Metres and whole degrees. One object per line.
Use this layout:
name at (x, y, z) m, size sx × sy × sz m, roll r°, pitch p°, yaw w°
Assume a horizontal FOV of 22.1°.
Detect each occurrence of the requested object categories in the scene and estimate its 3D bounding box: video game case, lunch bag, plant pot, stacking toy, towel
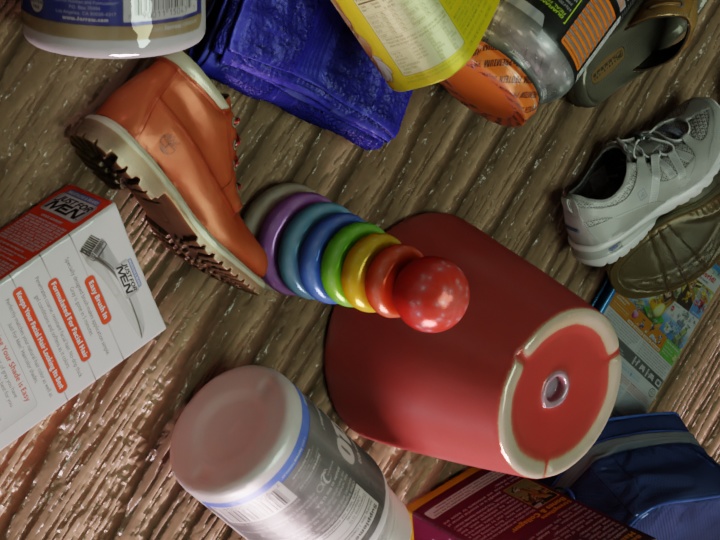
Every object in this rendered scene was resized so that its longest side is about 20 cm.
video game case at (0.263, 0.053, 1.744) m, size 0.143 × 0.018 × 0.200 m, roll 40°, pitch 78°, yaw -44°
lunch bag at (0.240, 0.213, 1.704) m, size 0.200 × 0.132 × 0.136 m, roll 0°, pitch 129°, yaw -42°
plant pot at (0.099, 0.071, 1.483) m, size 0.200 × 0.177 × 0.201 m, roll -17°, pitch 117°, yaw -37°
stacking toy at (0.000, 0.000, 1.343) m, size 0.085 × 0.200 × 0.086 m, roll -18°, pitch 119°, yaw -37°
towel at (-0.023, -0.181, 1.357) m, size 0.200 × 0.050 × 0.148 m, roll 22°, pitch 91°, yaw -46°

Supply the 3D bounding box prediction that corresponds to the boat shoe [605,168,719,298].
boat shoe at (0.304, -0.047, 1.682) m, size 0.200 × 0.066 × 0.074 m, roll -32°, pitch 120°, yaw -5°

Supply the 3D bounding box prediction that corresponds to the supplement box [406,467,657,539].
supplement box at (0.146, 0.251, 1.581) m, size 0.110 × 0.200 × 0.086 m, roll -27°, pitch 124°, yaw -34°

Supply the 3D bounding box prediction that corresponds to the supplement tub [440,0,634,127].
supplement tub at (0.146, -0.219, 1.450) m, size 0.200 × 0.122 × 0.123 m, roll -53°, pitch 134°, yaw -14°

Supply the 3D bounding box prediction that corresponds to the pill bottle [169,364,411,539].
pill bottle at (-0.048, 0.168, 1.428) m, size 0.114 × 0.114 × 0.200 m, roll -55°, pitch 135°, yaw -12°

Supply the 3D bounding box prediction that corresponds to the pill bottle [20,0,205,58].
pill bottle at (-0.156, -0.243, 1.156) m, size 0.120 × 0.120 × 0.200 m, roll -15°, pitch 116°, yaw -39°

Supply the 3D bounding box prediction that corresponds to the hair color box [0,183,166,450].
hair color box at (-0.238, 0.044, 1.235) m, size 0.200 × 0.064 × 0.111 m, roll -36°, pitch 127°, yaw -26°

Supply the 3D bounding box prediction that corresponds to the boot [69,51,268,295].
boot at (-0.109, -0.067, 1.308) m, size 0.107 × 0.075 × 0.200 m, roll -54°, pitch 133°, yaw -19°

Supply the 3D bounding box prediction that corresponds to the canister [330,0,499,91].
canister at (0.015, -0.244, 1.296) m, size 0.200 × 0.086 × 0.149 m, roll 54°, pitch 44°, yaw -30°

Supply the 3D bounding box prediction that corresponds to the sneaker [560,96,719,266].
sneaker at (0.255, -0.093, 1.636) m, size 0.200 × 0.075 × 0.082 m, roll -46°, pitch 130°, yaw -22°

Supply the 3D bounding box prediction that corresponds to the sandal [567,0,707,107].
sandal at (0.255, -0.212, 1.603) m, size 0.200 × 0.055 × 0.082 m, roll -42°, pitch 131°, yaw -23°
